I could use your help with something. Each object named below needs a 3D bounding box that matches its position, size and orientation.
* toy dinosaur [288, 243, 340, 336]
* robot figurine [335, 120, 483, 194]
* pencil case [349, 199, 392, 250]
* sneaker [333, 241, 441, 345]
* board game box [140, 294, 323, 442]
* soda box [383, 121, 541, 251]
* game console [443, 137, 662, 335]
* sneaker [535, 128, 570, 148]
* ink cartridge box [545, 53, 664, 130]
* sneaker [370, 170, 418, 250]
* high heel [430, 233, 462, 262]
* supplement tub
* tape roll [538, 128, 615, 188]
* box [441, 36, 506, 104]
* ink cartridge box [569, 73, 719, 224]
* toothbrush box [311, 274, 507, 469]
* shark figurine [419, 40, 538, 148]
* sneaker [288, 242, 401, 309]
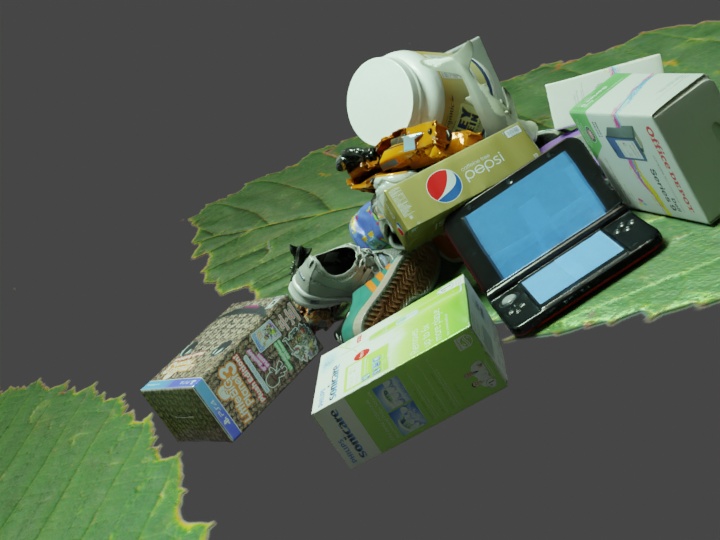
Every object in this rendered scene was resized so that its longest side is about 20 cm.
[{"bbox_3d":[-0.073,0.037,1.658,0.199,0.101,0.137,6,86,57],"label":"toy dinosaur"},{"bbox_3d":[0.061,-0.148,1.523,0.144,0.059,0.199,7,-18,-43],"label":"robot figurine"},{"bbox_3d":[0.066,-0.105,1.726,0.078,0.087,0.200,0,-32,-45],"label":"pencil case"},{"bbox_3d":[0.033,0.030,1.527,0.080,0.072,0.200,-9,31,48],"label":"sneaker"},{"bbox_3d":[-0.180,0.138,1.583,0.159,0.097,0.200,-11,28,52],"label":"board game box"},{"bbox_3d":[0.127,-0.104,1.409,0.199,0.064,0.068,-27,-21,-10],"label":"soda box"},{"bbox_3d":[0.217,-0.044,1.305,0.199,0.119,0.172,-34,17,3],"label":"game console"},{"bbox_3d":[0.236,-0.160,1.691,0.198,0.078,0.086,-15,12,32],"label":"sneaker"},{"bbox_3d":[0.361,-0.252,1.570,0.198,0.068,0.116,-13,6,11],"label":"ink cartridge box"},{"bbox_3d":[0.050,-0.065,1.536,0.075,0.093,0.200,-5,-13,5],"label":"sneaker"},{"bbox_3d":[0.127,-0.063,1.606,0.096,0.068,0.199,-46,20,-22],"label":"high heel"},{"bbox_3d":[0.089,-0.241,1.627,0.144,0.146,0.199,-18,-6,41],"label":"supplement tub"},{"bbox_3d":[0.277,-0.117,1.484,0.199,0.066,0.200,-30,18,11],"label":"tape roll"},{"bbox_3d":[0.161,-0.246,1.789,0.124,0.201,0.097,-19,11,41],"label":"box"},{"bbox_3d":[0.345,-0.144,1.291,0.087,0.146,0.200,-37,17,-9],"label":"ink cartridge box"},{"bbox_3d":[0.054,0.110,1.249,0.199,0.086,0.146,-31,17,14],"label":"toothbrush box"},{"bbox_3d":[0.169,-0.203,1.533,0.089,0.214,0.129,-33,41,24],"label":"shark figurine"},{"bbox_3d":[0.000,0.000,1.556,0.199,0.075,0.082,-14,-36,-36],"label":"sneaker"}]
